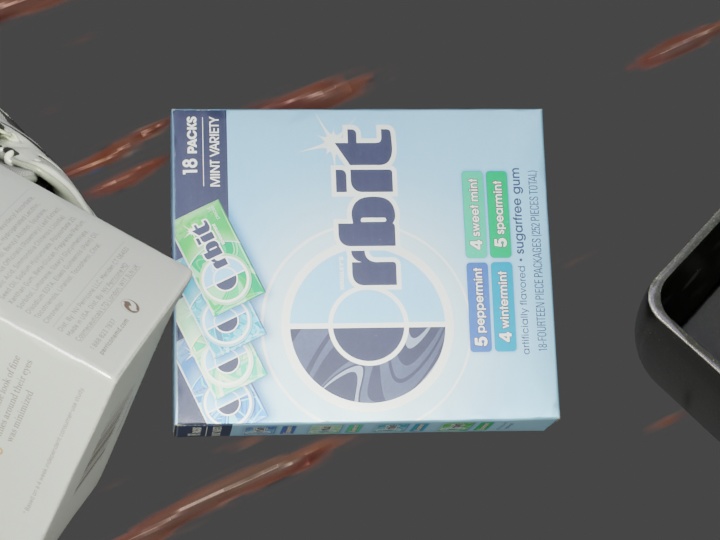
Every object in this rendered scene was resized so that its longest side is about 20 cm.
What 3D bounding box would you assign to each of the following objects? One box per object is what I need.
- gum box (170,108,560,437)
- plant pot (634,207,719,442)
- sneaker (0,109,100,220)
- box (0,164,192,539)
[{"bbox_3d":[0.000,0.000,0.977,0.200,0.045,0.170,0,77,-6],"label":"gum box"},{"bbox_3d":[0.254,0.029,0.931,0.199,0.177,0.200,43,77,4],"label":"plant pot"},{"bbox_3d":[-0.193,-0.050,0.945,0.200,0.089,0.074,39,77,5],"label":"sneaker"},{"bbox_3d":[-0.207,0.032,0.876,0.200,0.152,0.106,30,32,1],"label":"box"}]
